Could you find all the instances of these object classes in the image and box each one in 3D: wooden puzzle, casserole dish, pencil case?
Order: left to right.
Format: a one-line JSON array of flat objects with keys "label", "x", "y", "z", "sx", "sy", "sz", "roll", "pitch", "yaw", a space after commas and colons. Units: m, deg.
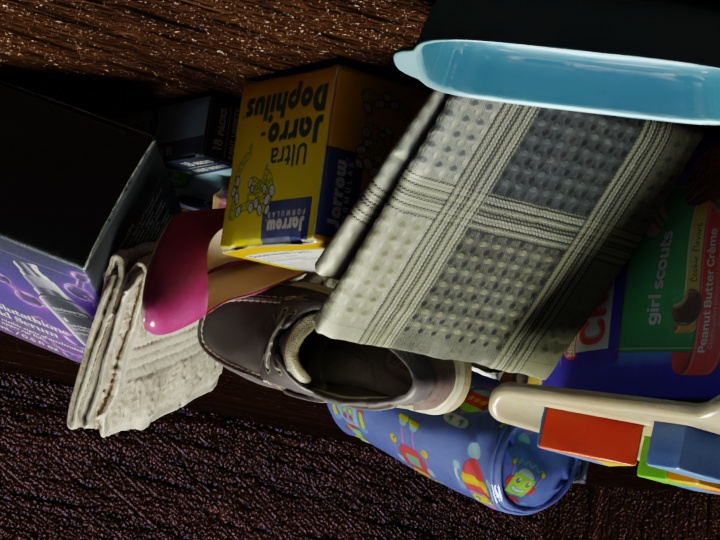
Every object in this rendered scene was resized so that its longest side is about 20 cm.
[{"label": "pencil case", "x": 0.062, "y": 0.098, "z": 1.474, "sx": 0.200, "sy": 0.087, "sz": 0.078, "roll": 22, "pitch": 157, "yaw": 49}, {"label": "casserole dish", "x": 0.117, "y": -0.112, "z": 1.120, "sx": 0.199, "sy": 0.039, "sz": 0.121, "roll": 6, "pitch": 170, "yaw": 6}, {"label": "wooden puzzle", "x": 0.202, "y": 0.107, "z": 1.299, "sx": 0.185, "sy": 0.047, "sz": 0.200, "roll": 18, "pitch": 166, "yaw": -37}]

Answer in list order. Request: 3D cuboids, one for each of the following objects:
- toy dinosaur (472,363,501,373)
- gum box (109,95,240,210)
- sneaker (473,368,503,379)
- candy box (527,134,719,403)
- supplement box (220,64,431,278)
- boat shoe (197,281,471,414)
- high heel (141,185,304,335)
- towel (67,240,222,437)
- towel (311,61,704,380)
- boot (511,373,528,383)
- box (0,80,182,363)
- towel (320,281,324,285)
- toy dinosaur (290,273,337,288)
[{"label": "toy dinosaur", "x": 0.080, "y": 0.048, "z": 1.437, "sx": 0.199, "sy": 0.048, "sz": 0.088, "roll": -3, "pitch": -168, "yaw": -21}, {"label": "gum box", "x": -0.068, "y": -0.068, "z": 1.524, "sx": 0.199, "sy": 0.045, "sz": 0.170, "roll": 13, "pitch": 170, "yaw": -34}, {"label": "sneaker", "x": 0.083, "y": 0.031, "z": 1.574, "sx": 0.074, "sy": 0.082, "sz": 0.200, "roll": 16, "pitch": 139, "yaw": -4}, {"label": "candy box", "x": 0.208, "y": 0.006, "z": 1.351, "sx": 0.077, "sy": 0.170, "sz": 0.200, "roll": 20, "pitch": 165, "yaw": -35}, {"label": "supplement box", "x": 0.029, "y": -0.047, "z": 1.366, "sx": 0.199, "sy": 0.110, "sz": 0.109, "roll": 13, "pitch": 170, "yaw": -34}, {"label": "boat shoe", "x": -0.027, "y": 0.048, "z": 1.384, "sx": 0.199, "sy": 0.072, "sz": 0.065, "roll": 15, "pitch": -177, "yaw": 32}, {"label": "high heel", "x": -0.069, "y": -0.002, "z": 1.385, "sx": 0.095, "sy": 0.068, "sz": 0.200, "roll": 12, "pitch": -161, "yaw": 13}, {"label": "towel", "x": -0.127, "y": 0.035, "z": 1.477, "sx": 0.034, "sy": 0.133, "sz": 0.200, "roll": 24, "pitch": -161, "yaw": 17}, {"label": "towel", "x": 0.083, "y": -0.029, "z": 1.288, "sx": 0.192, "sy": 0.200, "sz": 0.035, "roll": 12, "pitch": -151, "yaw": -37}, {"label": "boot", "x": 0.164, "y": 0.074, "z": 1.551, "sx": 0.070, "sy": 0.200, "sz": 0.146, "roll": 42, "pitch": 134, "yaw": -5}, {"label": "box", "x": -0.205, "y": -0.026, "z": 1.480, "sx": 0.147, "sy": 0.105, "sz": 0.200, "roll": 20, "pitch": 159, "yaw": 16}, {"label": "towel", "x": -0.003, "y": 0.024, "z": 1.664, "sx": 0.147, "sy": 0.022, "sz": 0.200, "roll": 48, "pitch": -163, "yaw": 5}, {"label": "toy dinosaur", "x": 0.000, "y": 0.000, "z": 1.507, "sx": 0.102, "sy": 0.077, "sz": 0.200, "roll": -33, "pitch": 170, "yaw": -5}]
